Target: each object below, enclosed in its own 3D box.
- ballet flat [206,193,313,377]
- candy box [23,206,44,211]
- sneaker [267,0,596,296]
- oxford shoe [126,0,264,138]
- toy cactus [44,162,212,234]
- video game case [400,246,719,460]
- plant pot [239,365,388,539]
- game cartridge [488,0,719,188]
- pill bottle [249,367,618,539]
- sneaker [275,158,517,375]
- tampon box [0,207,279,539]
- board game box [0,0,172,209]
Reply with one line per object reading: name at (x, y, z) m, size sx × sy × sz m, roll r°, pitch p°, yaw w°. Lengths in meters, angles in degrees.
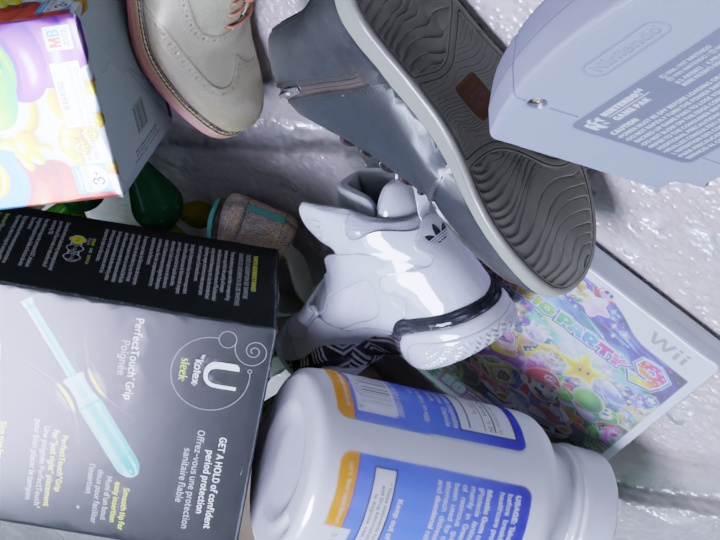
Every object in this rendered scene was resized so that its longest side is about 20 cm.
ballet flat at (-0.065, 0.029, 1.032) m, size 0.067 × 0.068 × 0.200 m, roll 8°, pitch 144°, yaw 5°
candy box at (-0.249, -0.136, 0.916) m, size 0.115 × 0.055 × 0.201 m, roll 2°, pitch 120°, yaw 14°
sneaker at (0.038, -0.069, 0.802) m, size 0.200 × 0.075 × 0.106 m, roll 55°, pitch 151°, yaw -8°
oxford shoe at (-0.082, -0.149, 0.820) m, size 0.073 × 0.071 × 0.200 m, roll 7°, pitch 140°, yaw 26°
toy cactus at (-0.166, -0.071, 1.005) m, size 0.200 × 0.102 × 0.165 m, roll 41°, pitch 130°, yaw 2°
video game case at (0.112, 0.049, 0.913) m, size 0.143 × 0.018 × 0.200 m, roll 38°, pitch 148°, yaw 3°
plant pot at (-0.008, 0.158, 1.041) m, size 0.174 × 0.200 × 0.200 m, roll 60°, pitch 147°, yaw 0°
game cartridge at (0.144, -0.092, 0.629) m, size 0.133 × 0.041 × 0.200 m, roll 11°, pitch 158°, yaw -26°
pill bottle at (0.045, 0.129, 0.900) m, size 0.199 × 0.113 × 0.112 m, roll 14°, pitch 155°, yaw -21°
sneaker at (0.000, 0.000, 0.909) m, size 0.200 × 0.075 × 0.115 m, roll -12°, pitch 108°, yaw 53°
tampon box at (-0.156, 0.059, 0.900) m, size 0.199 × 0.126 × 0.151 m, roll 10°, pitch 111°, yaw -6°
board game box at (-0.220, -0.097, 0.838) m, size 0.199 × 0.105 × 0.103 m, roll -6°, pitch 117°, yaw 12°
